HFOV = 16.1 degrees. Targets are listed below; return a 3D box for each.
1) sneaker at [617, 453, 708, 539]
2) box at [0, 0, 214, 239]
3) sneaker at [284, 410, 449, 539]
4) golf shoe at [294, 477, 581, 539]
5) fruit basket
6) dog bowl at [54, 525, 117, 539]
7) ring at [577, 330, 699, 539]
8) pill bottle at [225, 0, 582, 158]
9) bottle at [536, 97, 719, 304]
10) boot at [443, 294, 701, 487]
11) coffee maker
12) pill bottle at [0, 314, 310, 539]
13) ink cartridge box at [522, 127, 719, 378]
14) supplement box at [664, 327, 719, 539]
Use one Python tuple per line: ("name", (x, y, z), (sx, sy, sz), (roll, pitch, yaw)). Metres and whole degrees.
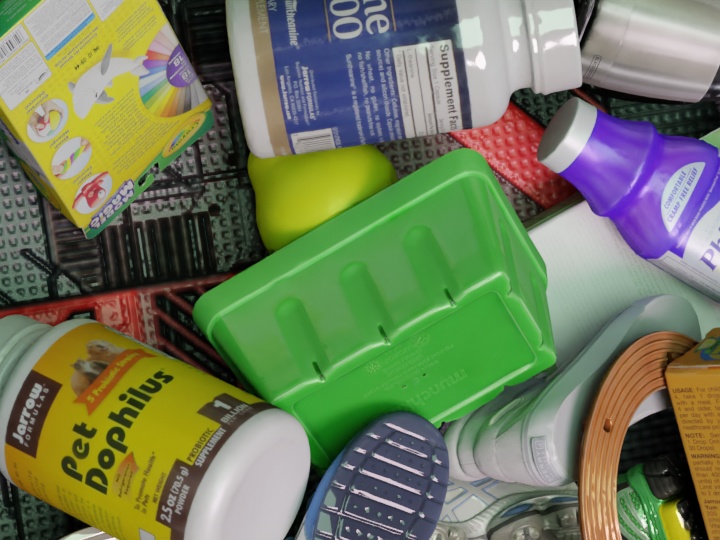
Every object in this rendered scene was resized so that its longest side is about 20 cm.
("sneaker", (0.205, 0.214, 1.654), (0.085, 0.078, 0.200), (-20, 105, 21))
("box", (-0.161, -0.111, 1.503), (0.117, 0.048, 0.200), (-44, 145, -13))
("sneaker", (-0.015, 0.173, 1.497), (0.074, 0.082, 0.200), (27, 84, -16))
("golf shoe", (0.045, 0.157, 1.596), (0.200, 0.097, 0.078), (-3, 129, -18))
("fruit basket", (0.000, 0.000, 1.558), (0.216, 0.216, 0.156), (-44, 133, -12))
("dog bowl", (-0.145, 0.247, 1.540), (0.200, 0.074, 0.200), (0, 89, -16))
("ring", (0.184, 0.136, 1.545), (0.200, 0.019, 0.201), (8, 79, -50))
("pill bottle", (0.026, -0.134, 1.502), (0.200, 0.111, 0.111), (-9, 93, 2))
("bottle", (0.205, -0.040, 1.598), (0.200, 0.065, 0.084), (31, 83, -14))
("boot", (0.128, 0.071, 1.572), (0.200, 0.095, 0.074), (-32, 112, -48))
("coffee maker", (0.232, -0.183, 1.603), (0.200, 0.135, 0.192), (15, 84, -6))
("pill bottle", (-0.136, 0.097, 1.482), (0.200, 0.109, 0.109), (23, 82, 26))
("ink cartridge box", (0.188, 0.007, 1.651), (0.200, 0.048, 0.146), (-29, 98, -16))
("supplement box", (0.250, 0.136, 1.560), (0.067, 0.069, 0.200), (-34, 111, -46))
